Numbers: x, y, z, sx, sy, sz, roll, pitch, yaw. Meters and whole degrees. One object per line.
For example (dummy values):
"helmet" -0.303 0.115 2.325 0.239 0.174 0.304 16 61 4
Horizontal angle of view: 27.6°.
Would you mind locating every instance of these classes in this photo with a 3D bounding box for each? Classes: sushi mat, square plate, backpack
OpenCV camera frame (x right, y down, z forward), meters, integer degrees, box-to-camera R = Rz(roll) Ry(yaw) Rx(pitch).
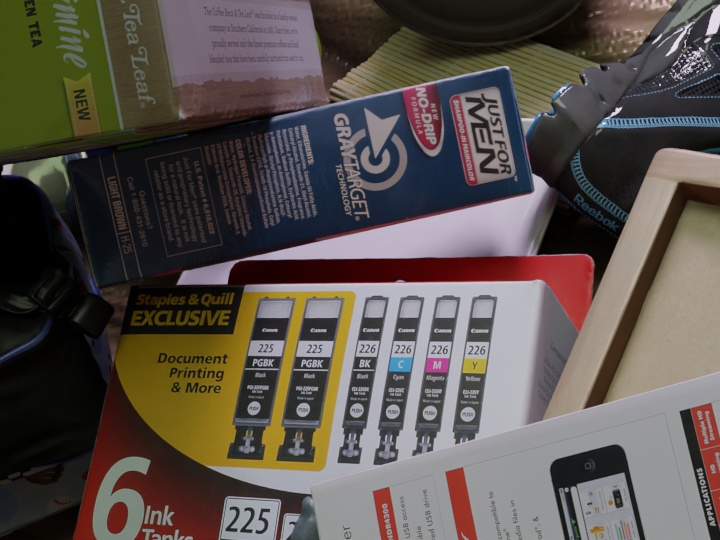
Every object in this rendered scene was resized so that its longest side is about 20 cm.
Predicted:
"sushi mat" 0.077 -0.098 0.833 0.096 0.012 0.200 -44 46 -18
"square plate" 0.000 0.000 0.760 0.200 0.028 0.198 4 56 29
"backpack" -0.208 0.041 0.735 0.200 0.154 0.191 -18 40 -1

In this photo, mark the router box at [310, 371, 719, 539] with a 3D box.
"router box" 0.084 0.146 0.477 0.179 0.049 0.200 -19 73 30

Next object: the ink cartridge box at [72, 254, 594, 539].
"ink cartridge box" -0.008 0.059 0.642 0.200 0.084 0.176 -1 66 24

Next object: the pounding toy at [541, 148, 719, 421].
"pounding toy" 0.168 0.048 0.587 0.200 0.142 0.184 14 70 36

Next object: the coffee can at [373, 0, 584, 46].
"coffee can" 0.074 -0.251 0.874 0.146 0.147 0.200 -10 42 17

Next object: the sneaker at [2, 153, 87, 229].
"sneaker" -0.173 -0.098 0.919 0.090 0.067 0.200 -6 47 9

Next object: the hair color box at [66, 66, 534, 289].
"hair color box" -0.028 -0.043 0.685 0.200 0.061 0.100 -13 4 -3

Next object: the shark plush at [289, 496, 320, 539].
"shark plush" -0.052 0.184 0.540 0.200 0.083 0.091 -53 50 6

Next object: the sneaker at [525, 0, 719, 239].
"sneaker" 0.168 -0.088 0.742 0.200 0.073 0.082 -40 80 -23

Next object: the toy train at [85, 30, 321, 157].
"toy train" -0.071 -0.127 0.864 0.116 0.085 0.200 -2 25 33

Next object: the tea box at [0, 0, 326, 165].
"tea box" -0.141 -0.117 0.646 0.196 0.134 0.200 -9 6 16
